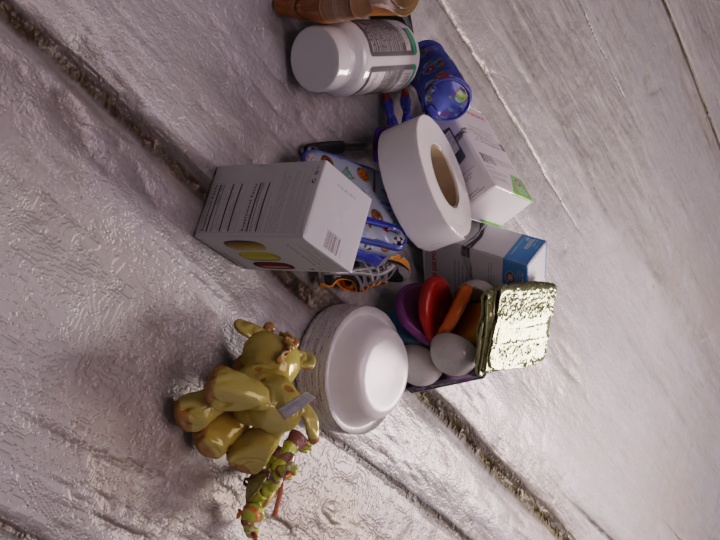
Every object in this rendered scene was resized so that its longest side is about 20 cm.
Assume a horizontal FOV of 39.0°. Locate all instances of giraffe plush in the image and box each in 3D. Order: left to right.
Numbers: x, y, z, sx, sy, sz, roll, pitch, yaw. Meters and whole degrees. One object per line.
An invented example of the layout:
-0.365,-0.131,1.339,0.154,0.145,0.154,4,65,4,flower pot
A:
-0.140,0.151,1.383,0.173,0.198,0.163,56,21,-33,giraffe plush

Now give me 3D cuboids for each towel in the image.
0.249,0.088,1.638,0.199,0.036,0.150,-5,108,-48,towel

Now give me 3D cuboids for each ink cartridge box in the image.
0.193,-0.188,1.760,0.145,0.084,0.202,12,46,-52,ink cartridge box
0.214,0.001,1.758,0.084,0.198,0.146,-46,142,-40,ink cartridge box

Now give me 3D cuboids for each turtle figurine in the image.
-0.134,0.306,1.428,0.201,0.064,0.162,-61,179,36,turtle figurine

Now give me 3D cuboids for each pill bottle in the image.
-0.007,-0.324,1.543,0.199,0.112,0.115,-16,105,-51,pill bottle

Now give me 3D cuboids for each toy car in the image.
0.124,0.082,1.685,0.150,0.199,0.176,45,50,-20,toy car

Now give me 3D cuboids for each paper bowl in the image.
-0.001,0.156,1.589,0.200,0.103,0.204,-7,99,-53,paper bowl

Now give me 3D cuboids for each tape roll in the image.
0.103,-0.136,1.591,0.203,0.070,0.204,50,30,-43,tape roll

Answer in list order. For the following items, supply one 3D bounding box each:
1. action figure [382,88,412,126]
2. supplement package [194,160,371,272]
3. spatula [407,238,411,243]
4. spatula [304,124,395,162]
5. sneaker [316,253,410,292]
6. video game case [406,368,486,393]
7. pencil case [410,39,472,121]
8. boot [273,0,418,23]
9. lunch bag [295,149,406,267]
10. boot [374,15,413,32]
0.068,-0.226,1.689,0.052,0.065,0.203,-106,-175,-73,action figure
-0.104,-0.070,1.359,0.114,0.198,0.111,36,64,-46,supplement package
0.095,-0.060,1.767,0.199,0.020,0.057,-12,105,-51,spatula
-0.012,-0.193,1.590,0.198,0.020,0.057,-11,110,-40,spatula
0.000,0.000,1.608,0.198,0.078,0.078,13,82,-42,sneaker
0.171,0.138,1.739,0.019,0.199,0.144,43,58,-18,video game case
0.122,-0.310,1.670,0.078,0.086,0.201,54,11,-30,pencil case
-0.017,-0.401,1.493,0.199,0.154,0.078,-36,125,-41,boot
-0.018,-0.088,1.517,0.198,0.075,0.162,12,51,-41,lunch bag
0.090,-0.464,1.710,0.200,0.065,0.166,-50,131,-44,boot
